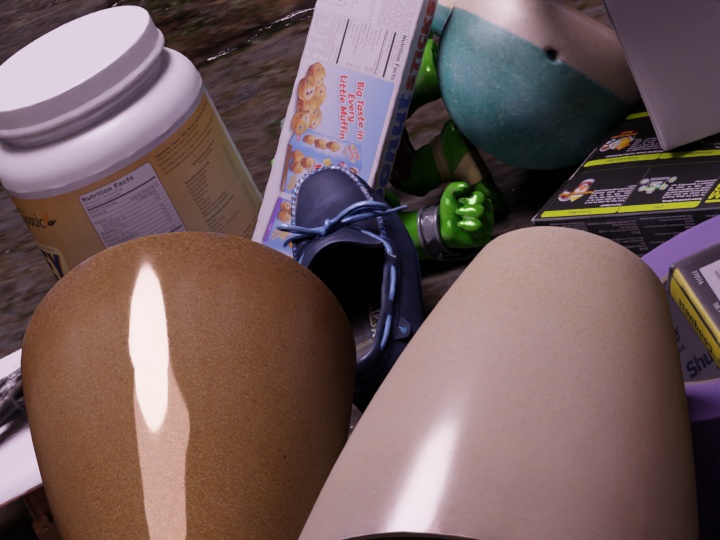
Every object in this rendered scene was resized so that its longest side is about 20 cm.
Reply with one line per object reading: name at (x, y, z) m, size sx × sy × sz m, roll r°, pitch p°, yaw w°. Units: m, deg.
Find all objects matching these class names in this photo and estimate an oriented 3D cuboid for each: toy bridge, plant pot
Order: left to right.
toy bridge at (-0.203, 0.112, 1.793) m, size 0.027 × 0.067 × 0.200 m, roll -32°, pitch 24°, yaw -4°
plant pot at (-0.087, 0.114, 1.567) m, size 0.186 × 0.187 × 0.200 m, roll -22°, pitch 37°, yaw 11°
plant pot at (0.075, 0.086, 1.339) m, size 0.187 × 0.187 × 0.201 m, roll -10°, pitch 48°, yaw 34°

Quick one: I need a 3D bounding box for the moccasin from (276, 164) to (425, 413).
moccasin at (0.000, 0.000, 1.733) m, size 0.080 × 0.068 × 0.200 m, roll -31°, pitch 44°, yaw 6°

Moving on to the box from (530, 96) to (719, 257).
box at (0.229, -0.071, 1.737) m, size 0.199 × 0.048 × 0.193 m, roll -3°, pitch 35°, yaw 42°

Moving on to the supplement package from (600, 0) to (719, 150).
supplement package at (0.246, -0.173, 1.722) m, size 0.199 × 0.120 × 0.121 m, roll -20°, pitch 23°, yaw 14°

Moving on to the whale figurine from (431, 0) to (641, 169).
whale figurine at (0.102, -0.116, 1.873) m, size 0.104 × 0.159 × 0.200 m, roll -61°, pitch 4°, yaw -2°

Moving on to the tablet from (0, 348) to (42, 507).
tablet at (-0.173, 0.073, 1.734) m, size 0.199 × 0.014 × 0.130 m, roll -27°, pitch 36°, yaw 4°

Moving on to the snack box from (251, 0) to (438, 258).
snack box at (-0.011, -0.089, 1.834) m, size 0.072 × 0.201 × 0.024 m, roll 18°, pitch 5°, yaw 24°

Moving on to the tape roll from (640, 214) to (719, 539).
tape roll at (0.204, 0.048, 1.477) m, size 0.199 × 0.085 × 0.200 m, roll -22°, pitch 24°, yaw 10°

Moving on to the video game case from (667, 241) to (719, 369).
video game case at (0.269, 0.032, 1.360) m, size 0.199 × 0.026 × 0.181 m, roll -24°, pitch 60°, yaw -13°

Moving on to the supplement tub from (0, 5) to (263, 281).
supplement tub at (-0.144, -0.052, 1.896) m, size 0.144 × 0.201 × 0.145 m, roll -23°, pitch 24°, yaw 11°

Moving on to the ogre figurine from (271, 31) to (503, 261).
ogre figurine at (0.013, -0.073, 1.892) m, size 0.119 × 0.098 × 0.201 m, roll -27°, pitch 68°, yaw 13°

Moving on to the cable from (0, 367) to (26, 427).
cable at (-0.188, 0.056, 1.710) m, size 0.199 × 0.050 × 0.097 m, roll -19°, pitch 40°, yaw 12°
